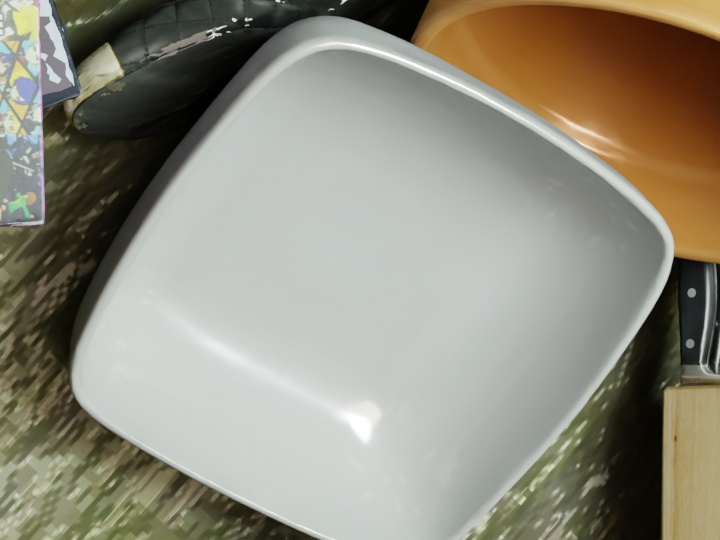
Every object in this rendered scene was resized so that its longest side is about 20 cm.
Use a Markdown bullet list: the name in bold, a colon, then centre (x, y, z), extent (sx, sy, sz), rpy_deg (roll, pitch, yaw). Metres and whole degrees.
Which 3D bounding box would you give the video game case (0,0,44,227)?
- **video game case**: centre (-0.198, -0.109, 0.876), extent (0.181, 0.036, 0.201), rpy_deg (-5, 101, -22)

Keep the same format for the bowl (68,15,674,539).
- **bowl**: centre (0.000, 0.000, 1.048), extent (0.199, 0.075, 0.200), rpy_deg (28, 112, -24)

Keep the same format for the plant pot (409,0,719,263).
- **plant pot**: centre (0.134, -0.110, 1.053), extent (0.200, 0.200, 0.140), rpy_deg (32, 66, -24)

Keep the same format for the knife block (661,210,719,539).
- **knife block**: centre (0.165, 0.081, 1.117), extent (0.200, 0.064, 0.176), rpy_deg (-56, 131, -41)

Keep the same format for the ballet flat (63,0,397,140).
- **ballet flat**: centre (-0.036, -0.113, 1.058), extent (0.200, 0.067, 0.057), rpy_deg (-31, 70, -16)

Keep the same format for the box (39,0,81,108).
- **box**: centre (-0.208, -0.136, 0.944), extent (0.148, 0.104, 0.201), rpy_deg (-21, 106, -18)
